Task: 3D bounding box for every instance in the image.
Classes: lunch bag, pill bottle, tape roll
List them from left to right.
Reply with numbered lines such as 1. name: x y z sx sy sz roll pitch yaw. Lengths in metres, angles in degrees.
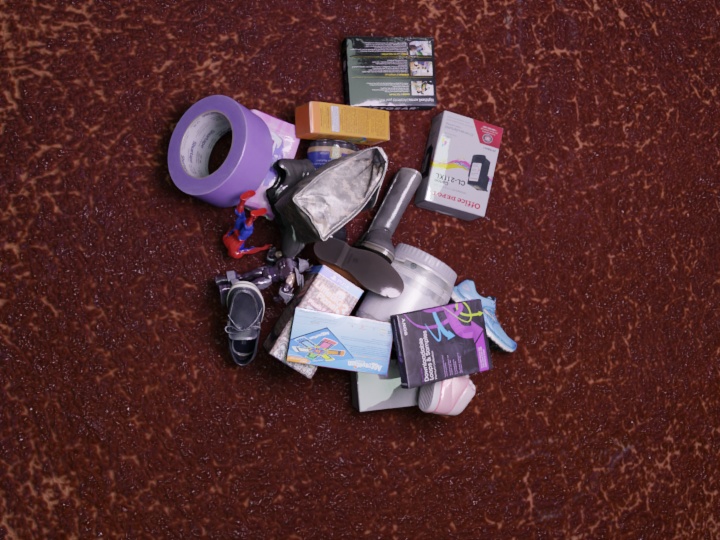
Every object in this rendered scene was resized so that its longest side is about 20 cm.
1. tape roll: -0.274 -0.231 1.354 0.198 0.085 0.202 -7 75 28
2. pill bottle: -0.063 -0.162 1.443 0.111 0.112 0.202 5 88 -12
3. lunch bag: -0.043 -0.148 1.304 0.200 0.164 0.118 -41 103 -15

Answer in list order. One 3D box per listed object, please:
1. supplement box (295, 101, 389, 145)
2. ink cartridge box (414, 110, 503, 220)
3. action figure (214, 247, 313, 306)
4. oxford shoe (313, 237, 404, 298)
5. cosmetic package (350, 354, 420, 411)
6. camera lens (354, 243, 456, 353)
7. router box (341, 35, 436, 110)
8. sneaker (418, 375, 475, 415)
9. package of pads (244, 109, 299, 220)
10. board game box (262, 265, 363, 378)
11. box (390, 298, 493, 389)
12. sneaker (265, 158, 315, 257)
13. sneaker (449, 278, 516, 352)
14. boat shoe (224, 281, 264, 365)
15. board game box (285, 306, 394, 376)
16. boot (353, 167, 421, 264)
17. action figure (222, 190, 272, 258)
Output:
1. supplement box: -0.035 -0.303 1.442 0.199 0.066 0.070 -4 91 -34
2. ink cartridge box: 0.214 -0.225 1.521 0.144 0.083 0.202 13 86 -13
3. action figure: -0.192 0.013 1.414 0.198 0.131 0.070 -16 135 -8
4. oxford shoe: 0.000 0.000 1.392 0.199 0.071 0.072 30 69 15
5. cosmetic package: 0.080 0.235 1.484 0.198 0.090 0.108 -2 88 -10
6. camera lens: 0.093 0.066 1.449 0.159 0.160 0.201 30 83 -10
7. router box: 0.063 -0.425 1.506 0.198 0.051 0.151 -3 91 -12
8. sneaker: 0.189 0.201 1.435 0.104 0.075 0.202 18 76 -23
9. package of pads: -0.205 -0.216 1.431 0.120 0.076 0.202 18 85 -14
10. board game box: -0.100 0.099 1.407 0.096 0.159 0.201 33 82 -10
11. box: 0.160 0.142 1.367 0.198 0.036 0.144 -10 89 -24
12. sneaker: -0.149 -0.127 1.385 0.090 0.076 0.202 5 86 -39
13. sneaker: 0.282 0.100 1.535 0.090 0.078 0.200 -44 98 -13
14. boat shoe: -0.229 0.107 1.373 0.074 0.063 0.201 3 127 -8
15. board game box: -0.037 0.136 1.329 0.198 0.019 0.104 11 86 -13
16. boot: 0.071 -0.117 1.445 0.072 0.182 0.201 39 86 -23
17. action figure: -0.214 -0.087 1.384 0.098 0.200 0.066 -23 74 -35
